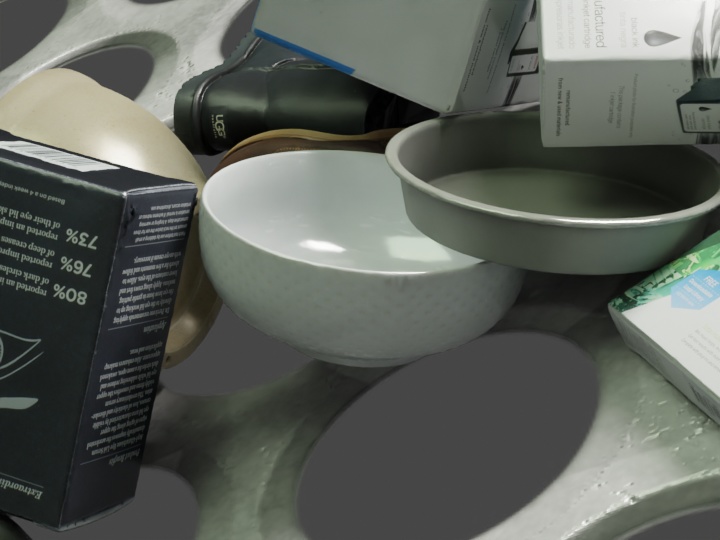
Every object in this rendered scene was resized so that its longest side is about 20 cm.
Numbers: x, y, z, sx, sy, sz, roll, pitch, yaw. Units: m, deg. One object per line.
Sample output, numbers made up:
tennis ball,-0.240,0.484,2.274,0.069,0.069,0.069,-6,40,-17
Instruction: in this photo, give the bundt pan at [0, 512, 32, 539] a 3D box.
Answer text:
bundt pan,-0.266,0.202,1.285,0.201,0.076,0.202,-23,28,13

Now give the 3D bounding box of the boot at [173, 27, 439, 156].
boot,-0.017,-0.125,1.604,0.167,0.077,0.200,4,21,24

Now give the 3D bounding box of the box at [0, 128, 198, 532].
box,-0.196,0.030,1.313,0.147,0.202,0.104,16,10,18

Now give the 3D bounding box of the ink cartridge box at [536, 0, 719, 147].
ink cartridge box,0.202,-0.153,1.318,0.198,0.086,0.147,-2,56,4

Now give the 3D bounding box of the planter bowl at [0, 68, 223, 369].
planter bowl,-0.162,-0.014,1.452,0.134,0.201,0.201,20,49,21

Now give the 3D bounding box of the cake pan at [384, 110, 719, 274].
cake pan,0.112,-0.045,1.300,0.198,0.037,0.201,4,21,-2

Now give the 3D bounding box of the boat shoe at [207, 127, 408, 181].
boat shoe,-0.027,-0.052,1.489,0.199,0.071,0.070,-7,33,35

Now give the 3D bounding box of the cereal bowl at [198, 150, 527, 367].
cereal bowl,0.000,0.000,1.326,0.198,0.084,0.200,6,21,-2

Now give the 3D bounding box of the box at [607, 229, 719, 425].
box,0.245,0.001,1.189,0.199,0.037,0.144,-32,28,-7

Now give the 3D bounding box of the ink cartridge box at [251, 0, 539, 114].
ink cartridge box,0.043,-0.166,1.454,0.145,0.085,0.200,23,15,19
